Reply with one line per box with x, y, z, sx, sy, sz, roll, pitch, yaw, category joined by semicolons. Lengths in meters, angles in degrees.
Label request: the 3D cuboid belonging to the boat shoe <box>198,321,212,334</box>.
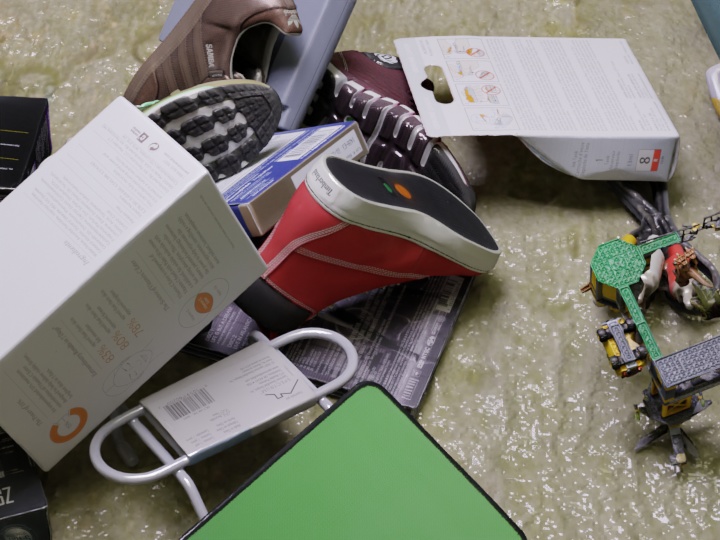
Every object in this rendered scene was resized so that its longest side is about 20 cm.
-0.179;0.012;1.390;0.199;0.066;0.074;3;18;32;boat shoe

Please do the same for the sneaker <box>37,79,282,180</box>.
-0.152;-0.105;1.431;0.200;0.077;0.089;-19;37;14;sneaker

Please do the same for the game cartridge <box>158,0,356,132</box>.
-0.083;-0.197;1.535;0.041;0.133;0.200;25;5;-40;game cartridge

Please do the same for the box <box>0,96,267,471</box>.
-0.178;0.010;1.246;0.200;0.124;0.097;-43;57;-10;box

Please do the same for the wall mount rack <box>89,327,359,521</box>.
-0.072;0.125;1.284;0.200;0.075;0.174;-25;48;-25;wall mount rack

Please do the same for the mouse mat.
-0.002;0.177;1.234;0.161;0.008;0.200;46;55;7;mouse mat

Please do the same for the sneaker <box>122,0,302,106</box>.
-0.117;-0.143;1.473;0.070;0.200;0.076;-12;56;-49;sneaker

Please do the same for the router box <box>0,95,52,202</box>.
-0.344;-0.082;1.470;0.199;0.051;0.149;3;32;0;router box

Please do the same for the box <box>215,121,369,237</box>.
-0.100;-0.063;1.447;0.200;0.032;0.121;-1;31;48;box

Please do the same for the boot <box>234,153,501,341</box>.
0.000;0.000;1.390;0.200;0.144;0.072;14;32;-46;boot

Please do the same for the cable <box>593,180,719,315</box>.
0.227;-0.033;1.465;0.097;0.050;0.200;5;45;6;cable

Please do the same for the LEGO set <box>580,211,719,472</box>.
0.254;0.034;1.353;0.200;0.116;0.154;-27;65;-8;LEGO set

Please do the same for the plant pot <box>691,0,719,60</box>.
0.352;-0.170;1.434;0.200;0.200;0.196;-21;73;-22;plant pot

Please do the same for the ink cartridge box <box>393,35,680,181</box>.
0.134;-0.128;1.532;0.199;0.050;0.162;-3;35;-9;ink cartridge box

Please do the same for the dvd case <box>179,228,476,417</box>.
-0.031;0.026;1.420;0.200;0.016;0.149;16;48;12;dvd case

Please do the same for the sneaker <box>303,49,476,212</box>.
0.040;-0.117;1.531;0.200;0.076;0.115;44;39;19;sneaker

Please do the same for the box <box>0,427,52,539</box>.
-0.319;0.135;1.278;0.200;0.044;0.160;-14;47;-16;box

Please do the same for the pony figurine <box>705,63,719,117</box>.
0.363;-0.198;1.587;0.193;0.167;0.200;-6;60;2;pony figurine
